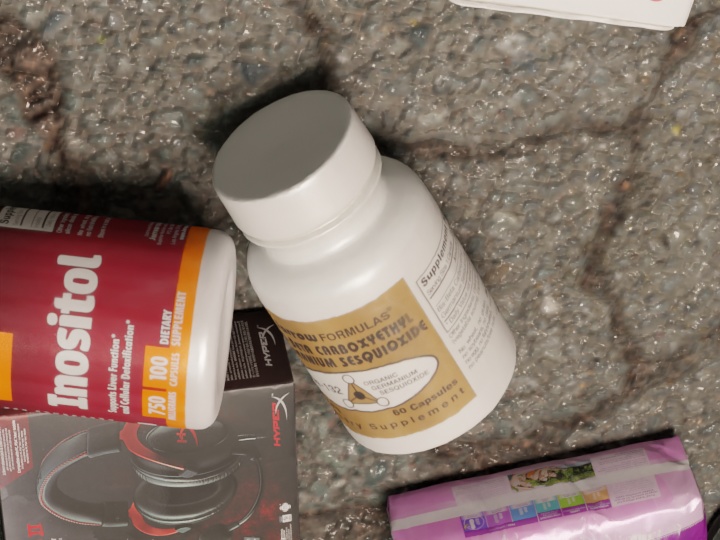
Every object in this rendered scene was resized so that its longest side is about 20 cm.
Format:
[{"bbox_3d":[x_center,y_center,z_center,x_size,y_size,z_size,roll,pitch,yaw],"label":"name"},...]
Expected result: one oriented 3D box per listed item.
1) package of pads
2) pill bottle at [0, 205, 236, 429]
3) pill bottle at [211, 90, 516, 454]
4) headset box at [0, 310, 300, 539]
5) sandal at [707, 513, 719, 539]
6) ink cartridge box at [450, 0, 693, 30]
[{"bbox_3d":[0.120,0.184,1.794,0.199,0.076,0.121,-12,129,-3],"label":"package of pads"},{"bbox_3d":[-0.173,0.024,1.583,0.199,0.113,0.114,6,125,2],"label":"pill bottle"},{"bbox_3d":[0.000,0.000,1.613,0.114,0.115,0.200,-27,126,8],"label":"pill bottle"},{"bbox_3d":[-0.139,0.113,1.688,0.199,0.075,0.149,-6,126,-8],"label":"headset box"},{"bbox_3d":[0.248,0.231,1.861,0.075,0.048,0.201,8,115,-26],"label":"sandal"},{"bbox_3d":[0.123,-0.238,1.486,0.144,0.084,0.201,7,123,-15],"label":"ink cartridge box"}]
